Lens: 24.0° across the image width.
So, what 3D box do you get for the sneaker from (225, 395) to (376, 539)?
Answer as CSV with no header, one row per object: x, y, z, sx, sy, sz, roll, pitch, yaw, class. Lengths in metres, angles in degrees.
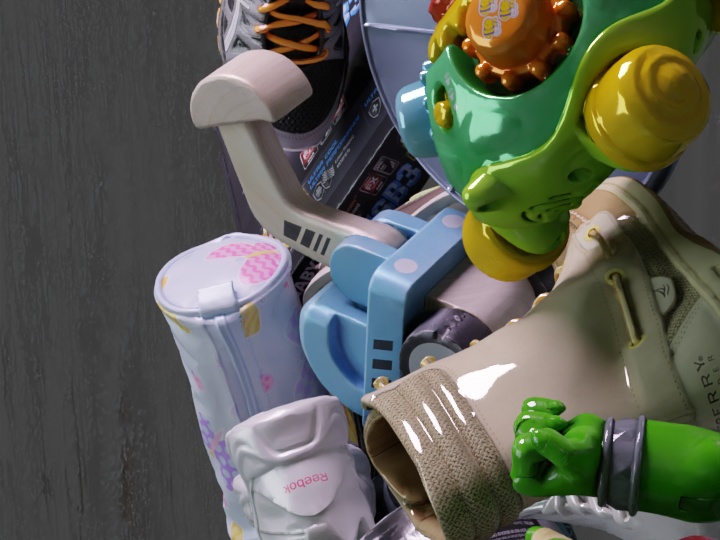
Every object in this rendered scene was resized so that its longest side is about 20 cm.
-0.025,0.140,0.900,0.200,0.077,0.100,69,-176,-70,sneaker

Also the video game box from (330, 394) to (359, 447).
0.021,0.183,1.181,0.182,0.047,0.201,31,-147,-53,video game box

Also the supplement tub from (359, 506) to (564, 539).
0.078,0.205,0.784,0.123,0.122,0.200,93,154,-43,supplement tub

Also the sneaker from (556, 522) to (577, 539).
0.116,0.204,0.899,0.096,0.079,0.201,130,135,-55,sneaker

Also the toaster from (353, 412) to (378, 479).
0.053,0.059,1.086,0.181,0.118,0.201,-102,10,-49,toaster

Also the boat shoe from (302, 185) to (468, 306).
0.054,-0.017,0.936,0.072,0.199,0.060,51,-141,-15,boat shoe

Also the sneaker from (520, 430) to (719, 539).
0.107,0.094,0.756,0.200,0.088,0.076,166,102,-83,sneaker

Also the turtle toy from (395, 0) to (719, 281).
0.085,-0.097,0.642,0.200,0.101,0.146,-54,4,-30,turtle toy

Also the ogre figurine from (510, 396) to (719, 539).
0.119,0.112,0.510,0.200,0.119,0.099,-106,10,-70,ogre figurine

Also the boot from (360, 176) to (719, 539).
0.070,0.035,0.689,0.073,0.155,0.200,65,176,-22,boot

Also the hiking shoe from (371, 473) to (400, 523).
0.067,0.197,0.992,0.201,0.074,0.087,62,149,4,hiking shoe

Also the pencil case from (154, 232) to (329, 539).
-0.061,0.078,1.007,0.091,0.083,0.201,-66,-32,-55,pencil case

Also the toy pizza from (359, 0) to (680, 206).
0.077,-0.111,0.792,0.200,0.032,0.201,26,129,37,toy pizza

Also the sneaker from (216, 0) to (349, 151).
-0.042,-0.165,0.958,0.077,0.078,0.201,-126,32,-71,sneaker

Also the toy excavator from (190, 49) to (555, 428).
0.000,0.000,0.881,0.100,0.199,0.195,-43,-36,-44,toy excavator

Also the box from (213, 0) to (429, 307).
-0.017,-0.097,1.063,0.200,0.049,0.199,-54,36,31,box
